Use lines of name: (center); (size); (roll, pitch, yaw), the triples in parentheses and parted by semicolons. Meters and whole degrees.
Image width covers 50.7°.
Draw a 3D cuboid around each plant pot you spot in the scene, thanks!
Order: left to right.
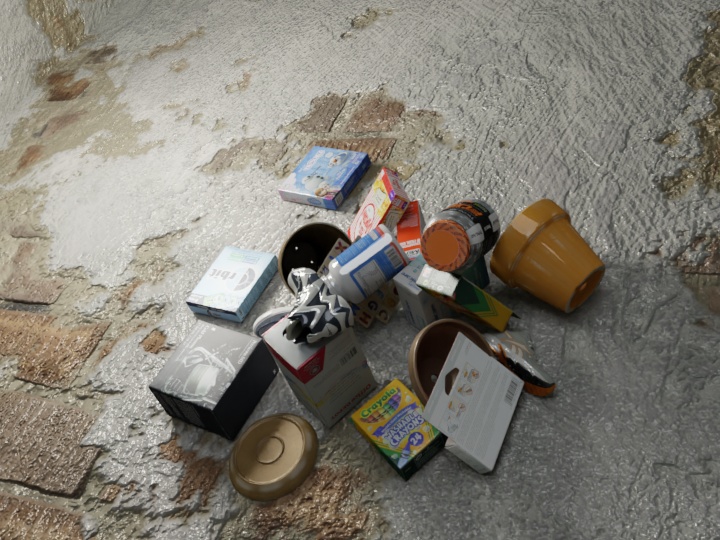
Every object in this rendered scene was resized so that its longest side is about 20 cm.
plant pot: (-0.183, 0.374, 1.561); (0.197, 0.028, 0.202); (-11, 43, 11)
plant pot: (-0.122, -0.019, 1.816); (0.185, 0.188, 0.200); (-34, 12, -13)
plant pot: (0.168, 0.204, 1.503); (0.202, 0.200, 0.093); (-56, 13, -32)
plant pot: (0.405, -0.016, 1.601); (0.199, 0.201, 0.183); (-37, 60, -16)

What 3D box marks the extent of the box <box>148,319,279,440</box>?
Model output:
box: (-0.322, 0.239, 1.685); (0.194, 0.125, 0.201); (13, 53, 29)

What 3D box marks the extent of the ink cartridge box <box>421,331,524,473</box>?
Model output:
ink cartridge box: (0.206, 0.247, 1.428); (0.043, 0.173, 0.201); (-37, 19, 56)

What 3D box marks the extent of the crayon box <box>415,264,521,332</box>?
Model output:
crayon box: (0.223, 0.064, 1.561); (0.126, 0.199, 0.051); (20, 80, 57)

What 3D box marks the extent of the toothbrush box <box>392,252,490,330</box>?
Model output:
toothbrush box: (0.181, 0.021, 1.673); (0.199, 0.147, 0.085); (-39, 45, -19)

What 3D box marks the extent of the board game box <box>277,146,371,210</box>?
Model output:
board game box: (-0.102, -0.266, 2.153); (0.197, 0.044, 0.201); (12, 53, 33)

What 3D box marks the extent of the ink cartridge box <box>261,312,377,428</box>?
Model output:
ink cartridge box: (-0.082, 0.190, 1.576); (0.145, 0.202, 0.144); (-38, 42, -18)

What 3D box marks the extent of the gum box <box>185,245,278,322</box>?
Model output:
gum box: (-0.326, 0.032, 1.948); (0.168, 0.045, 0.201); (9, 50, 29)

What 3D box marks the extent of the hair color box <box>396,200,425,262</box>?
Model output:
hair color box: (0.127, -0.057, 1.799); (0.063, 0.112, 0.202); (-13, 43, 11)

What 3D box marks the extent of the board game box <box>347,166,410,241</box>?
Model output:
board game box: (0.041, -0.128, 1.850); (0.201, 0.046, 0.152); (-60, 24, 24)

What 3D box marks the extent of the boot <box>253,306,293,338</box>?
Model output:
boot: (-0.154, 0.133, 1.753); (0.197, 0.073, 0.091); (-17, 37, 5)

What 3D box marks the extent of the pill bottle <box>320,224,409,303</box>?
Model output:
pill bottle: (0.000, 0.000, 1.655); (0.199, 0.113, 0.112); (-36, 43, -2)

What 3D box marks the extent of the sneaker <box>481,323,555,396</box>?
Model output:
sneaker: (0.326, 0.167, 1.524); (0.091, 0.076, 0.200); (-33, 45, -18)

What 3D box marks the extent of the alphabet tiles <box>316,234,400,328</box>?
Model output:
alphabet tiles: (0.005, 0.024, 1.728); (0.168, 0.199, 0.006); (-57, 10, -19)

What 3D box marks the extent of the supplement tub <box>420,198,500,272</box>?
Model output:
supplement tub: (0.197, -0.068, 1.509); (0.121, 0.125, 0.200); (3, 16, 25)

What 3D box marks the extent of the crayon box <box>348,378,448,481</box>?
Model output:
crayon box: (0.070, 0.303, 1.508); (0.125, 0.052, 0.200); (-37, 44, -15)

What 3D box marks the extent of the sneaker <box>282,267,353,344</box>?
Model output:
sneaker: (-0.117, 0.077, 1.495); (0.129, 0.080, 0.199); (-30, 50, -24)
